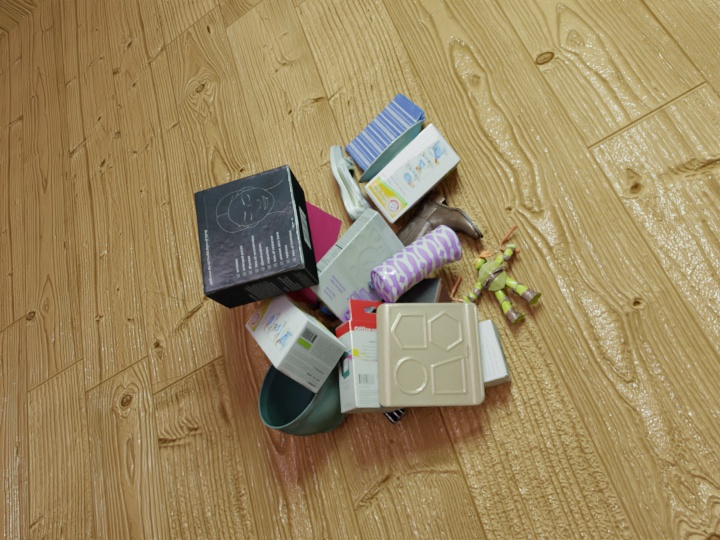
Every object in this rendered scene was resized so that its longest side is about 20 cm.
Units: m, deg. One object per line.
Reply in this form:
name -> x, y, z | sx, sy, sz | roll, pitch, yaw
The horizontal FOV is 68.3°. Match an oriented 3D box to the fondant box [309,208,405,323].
fondant box -> 0.000, 0.000, 1.083 | 0.200, 0.145, 0.058 | -46, 27, -6

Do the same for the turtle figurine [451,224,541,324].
turtle figurine -> 0.283, 0.014, 1.065 | 0.201, 0.064, 0.162 | -47, 59, 5

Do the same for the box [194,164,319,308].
box -> -0.194, -0.060, 0.999 | 0.189, 0.124, 0.208 | -13, 72, 5

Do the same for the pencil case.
pencil case -> 0.112, -0.008, 1.053 | 0.196, 0.088, 0.084 | -33, 20, -15

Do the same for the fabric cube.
fabric cube -> -0.191, -0.057, 1.209 | 0.197, 0.195, 0.203 | 1, 71, 55

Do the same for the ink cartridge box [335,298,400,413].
ink cartridge box -> 0.017, 0.168, 1.036 | 0.067, 0.112, 0.208 | -35, 54, 53

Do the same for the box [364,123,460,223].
box -> 0.114, -0.209, 1.179 | 0.199, 0.112, 0.102 | -42, 88, 8

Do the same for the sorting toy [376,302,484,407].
sorting toy -> 0.127, 0.157, 0.994 | 0.191, 0.037, 0.193 | -2, 72, 2

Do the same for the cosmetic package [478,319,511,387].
cosmetic package -> 0.186, 0.185, 1.047 | 0.194, 0.081, 0.117 | -21, 66, 17

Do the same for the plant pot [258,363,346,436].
plant pot -> -0.101, 0.257, 1.116 | 0.197, 0.134, 0.205 | -30, 39, 28

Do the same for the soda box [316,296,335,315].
soda box -> -0.010, 0.002, 1.147 | 0.203, 0.067, 0.064 | -56, 26, -2

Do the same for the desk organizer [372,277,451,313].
desk organizer -> 0.090, 0.071, 1.132 | 0.194, 0.077, 0.074 | -3, 53, 34

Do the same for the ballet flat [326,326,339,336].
ballet flat -> -0.053, 0.134, 1.196 | 0.194, 0.067, 0.048 | -13, 68, 29

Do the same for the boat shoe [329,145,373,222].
boat shoe -> -0.024, -0.218, 1.294 | 0.063, 0.074, 0.208 | -22, 68, 11

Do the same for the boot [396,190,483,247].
boot -> 0.148, -0.053, 1.154 | 0.201, 0.064, 0.186 | -48, 46, 1

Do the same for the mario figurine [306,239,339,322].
mario figurine -> -0.042, 0.014, 1.236 | 0.204, 0.121, 0.106 | -59, 18, 6

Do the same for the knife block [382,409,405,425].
knife block -> 0.023, 0.233, 1.122 | 0.193, 0.064, 0.183 | -7, 70, 24

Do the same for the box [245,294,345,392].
box -> -0.132, 0.128, 1.039 | 0.103, 0.112, 0.199 | -53, 33, -3

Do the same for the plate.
plate -> 0.074, -0.259, 1.203 | 0.199, 0.200, 0.026 | -42, 91, 8

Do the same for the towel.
towel -> 0.057, -0.339, 1.301 | 0.199, 0.024, 0.146 | -43, 45, 7
